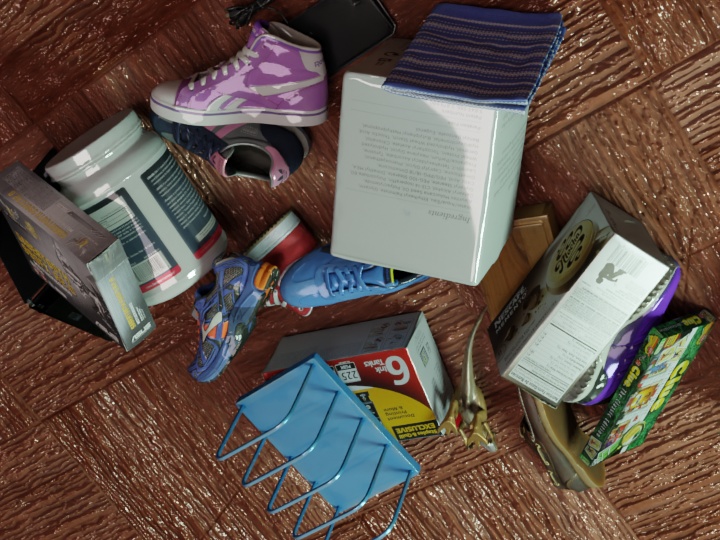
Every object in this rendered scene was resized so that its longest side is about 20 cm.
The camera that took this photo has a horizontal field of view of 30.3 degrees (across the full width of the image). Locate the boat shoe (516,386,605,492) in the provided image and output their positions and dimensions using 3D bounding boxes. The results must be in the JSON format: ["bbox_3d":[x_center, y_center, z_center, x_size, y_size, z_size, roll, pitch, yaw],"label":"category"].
[{"bbox_3d":[0.224,0.195,1.584,0.070,0.071,0.201,-9,127,32],"label":"boat shoe"}]

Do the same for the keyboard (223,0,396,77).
[{"bbox_3d":[-0.070,-0.262,1.452,0.199,0.021,0.127,-27,114,29],"label":"keyboard"}]

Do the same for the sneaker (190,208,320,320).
[{"bbox_3d":[-0.114,0.027,1.610,0.112,0.071,0.200,45,121,-7],"label":"sneaker"}]

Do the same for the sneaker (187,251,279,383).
[{"bbox_3d":[-0.162,0.051,1.564,0.078,0.075,0.201,33,124,4],"label":"sneaker"}]

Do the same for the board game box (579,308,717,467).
[{"bbox_3d":[0.325,0.134,1.509,0.023,0.104,0.201,44,131,29],"label":"board game box"}]

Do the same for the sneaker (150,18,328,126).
[{"bbox_3d":[-0.134,-0.221,1.450,0.199,0.073,0.115,0,122,3],"label":"sneaker"}]

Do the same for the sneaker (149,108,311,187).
[{"bbox_3d":[-0.161,-0.147,1.509,0.198,0.082,0.071,13,134,18],"label":"sneaker"}]

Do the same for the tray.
[{"bbox_3d":[0.193,0.025,1.525,0.098,0.037,0.201,-8,116,23],"label":"tray"}]

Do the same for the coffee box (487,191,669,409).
[{"bbox_3d":[0.230,0.032,1.434,0.079,0.113,0.201,29,111,-16],"label":"coffee box"}]

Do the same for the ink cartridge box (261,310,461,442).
[{"bbox_3d":[0.008,0.159,1.641,0.199,0.084,0.177,-12,116,25],"label":"ink cartridge box"}]

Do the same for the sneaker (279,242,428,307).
[{"bbox_3d":[0.000,0.000,1.516,0.198,0.078,0.066,-15,102,6],"label":"sneaker"}]

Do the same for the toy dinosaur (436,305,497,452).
[{"bbox_3d":[0.128,0.151,1.593,0.060,0.107,0.201,1,128,14],"label":"toy dinosaur"}]

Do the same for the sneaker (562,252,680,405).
[{"bbox_3d":[0.303,0.070,1.500,0.099,0.070,0.201,21,111,-39],"label":"sneaker"}]

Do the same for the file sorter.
[{"bbox_3d":[-0.053,0.229,1.580,0.138,0.123,0.200,-32,108,32],"label":"file sorter"}]

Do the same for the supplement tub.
[{"bbox_3d":[-0.261,-0.073,1.558,0.140,0.141,0.201,-23,110,29],"label":"supplement tub"}]

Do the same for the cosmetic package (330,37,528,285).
[{"bbox_3d":[0.076,-0.117,1.383,0.164,0.165,0.202,13,114,16],"label":"cosmetic package"}]

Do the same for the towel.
[{"bbox_3d":[0.116,-0.215,1.307,0.144,0.200,0.024,10,125,15],"label":"towel"}]

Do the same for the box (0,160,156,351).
[{"bbox_3d":[-0.330,-0.017,1.525,0.200,0.048,0.159,35,154,32],"label":"box"}]

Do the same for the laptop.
[{"bbox_3d":[-0.354,-0.026,1.698,0.199,0.104,0.177,26,130,-30],"label":"laptop"}]
